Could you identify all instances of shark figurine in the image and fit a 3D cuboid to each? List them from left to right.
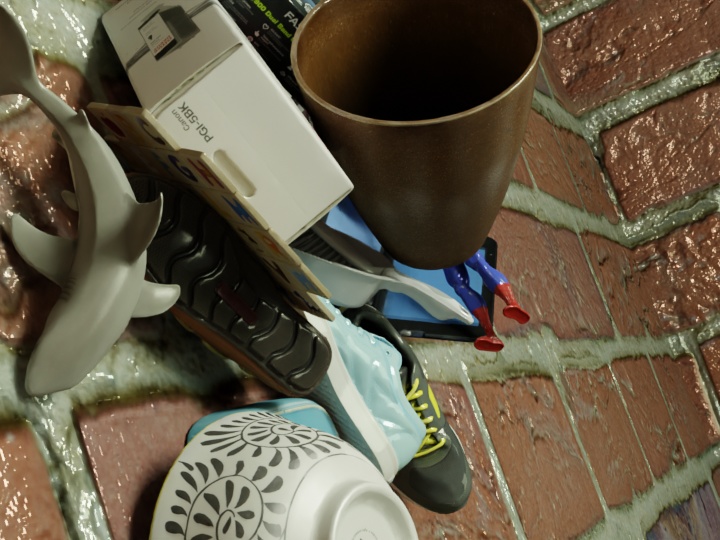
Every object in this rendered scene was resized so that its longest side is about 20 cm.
[{"bbox_3d":[-0.152,-0.046,0.712,0.127,0.089,0.216,-8,79,-43],"label":"shark figurine"}]

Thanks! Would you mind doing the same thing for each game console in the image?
[{"bbox_3d":[0.042,-0.028,1.183,0.171,0.118,0.200,58,21,-22],"label":"game console"}]

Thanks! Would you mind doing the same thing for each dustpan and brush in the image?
[{"bbox_3d":[0.000,0.000,0.995,0.199,0.057,0.139,38,16,11],"label":"dustpan and brush"}]

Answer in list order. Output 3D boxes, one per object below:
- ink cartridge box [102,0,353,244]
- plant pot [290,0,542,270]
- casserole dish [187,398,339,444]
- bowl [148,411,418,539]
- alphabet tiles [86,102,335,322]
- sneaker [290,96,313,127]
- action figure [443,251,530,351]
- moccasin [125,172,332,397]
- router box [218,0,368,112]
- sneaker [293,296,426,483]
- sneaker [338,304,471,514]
[{"bbox_3d":[-0.100,-0.124,0.888,0.147,0.083,0.200,51,3,-36],"label":"ink cartridge box"},{"bbox_3d":[0.051,-0.102,0.965,0.201,0.185,0.188,80,4,-47],"label":"plant pot"},{"bbox_3d":[-0.053,0.148,0.864,0.200,0.039,0.122,-2,69,-68],"label":"casserole dish"},{"bbox_3d":[-0.025,0.179,0.742,0.200,0.094,0.203,23,60,-46],"label":"bowl"},{"bbox_3d":[-0.100,-0.039,0.826,0.200,0.006,0.166,49,-17,-30],"label":"alphabet tiles"},{"bbox_3d":[0.013,-0.132,1.155,0.199,0.116,0.076,17,34,-43],"label":"sneaker"},{"bbox_3d":[0.072,-0.024,1.119,0.099,0.065,0.201,21,31,-38],"label":"action figure"},{"bbox_3d":[-0.103,0.010,0.835,0.201,0.077,0.074,41,69,-32],"label":"moccasin"},{"bbox_3d":[-0.073,-0.246,1.027,0.200,0.062,0.151,43,30,-30],"label":"router box"},{"bbox_3d":[-0.014,0.069,0.959,0.082,0.074,0.201,-36,105,-38],"label":"sneaker"},{"bbox_3d":[0.030,0.118,1.028,0.201,0.074,0.085,58,-7,4],"label":"sneaker"}]
